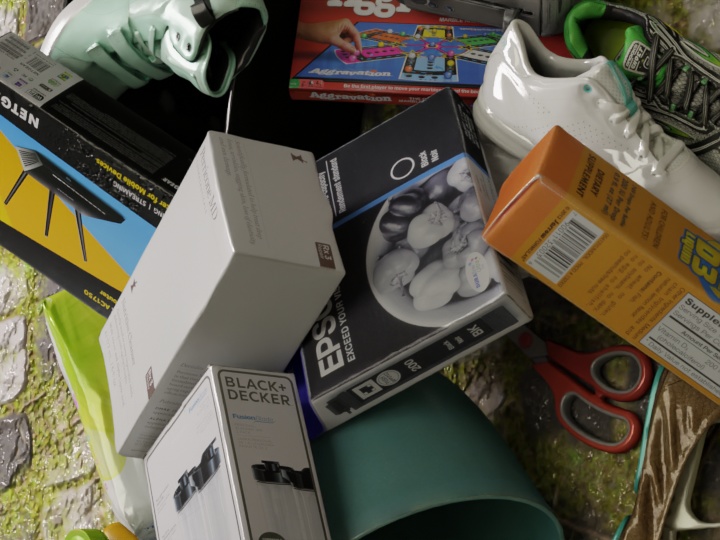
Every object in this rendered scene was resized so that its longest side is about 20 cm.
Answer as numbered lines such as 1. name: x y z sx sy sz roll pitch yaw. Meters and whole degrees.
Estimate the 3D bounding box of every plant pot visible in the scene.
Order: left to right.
1. plant pot: -0.105 -0.125 1.393 0.199 0.177 0.200 2 82 40
2. plant pot: 0.011 0.150 1.221 0.201 0.200 0.161 -45 48 23

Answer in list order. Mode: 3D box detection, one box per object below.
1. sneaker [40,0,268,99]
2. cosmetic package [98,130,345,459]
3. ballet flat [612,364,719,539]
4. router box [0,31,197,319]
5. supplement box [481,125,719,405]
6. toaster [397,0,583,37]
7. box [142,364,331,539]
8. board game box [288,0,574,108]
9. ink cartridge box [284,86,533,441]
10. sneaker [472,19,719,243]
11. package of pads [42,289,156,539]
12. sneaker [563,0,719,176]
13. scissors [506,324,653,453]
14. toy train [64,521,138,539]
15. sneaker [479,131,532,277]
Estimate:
1. sneaker: -0.146 -0.147 1.263 0.200 0.074 0.118 -42 50 22
2. cosmetic package: -0.093 0.022 1.178 0.200 0.081 0.113 -60 33 36
3. ballet flat: 0.197 0.157 1.152 0.072 0.068 0.200 17 87 22
4. router box: -0.191 -0.053 1.281 0.200 0.051 0.149 33 136 17
5. supplement box: 0.175 0.002 1.112 0.069 0.200 0.067 -48 10 37
6. toaster: 0.109 -0.254 1.253 0.129 0.114 0.200 21 70 11
7. box: -0.070 0.171 1.107 0.117 0.060 0.200 -53 41 42
8. board game box: 0.055 -0.163 1.287 0.200 0.019 0.103 3 65 7
9. ink cartridge box: 0.000 0.000 1.184 0.200 0.043 0.198 -31 43 18
10. sneaker: 0.160 -0.089 1.161 0.200 0.075 0.089 32 133 21
11. package of pads: -0.136 0.085 1.361 0.154 0.068 0.200 -24 69 -4
12. sneaker: 0.205 -0.113 1.186 0.200 0.085 0.078 36 103 39
13. scissors: 0.119 0.060 1.264 0.200 0.014 0.073 26 98 40
14. toy train: -0.179 0.207 1.406 0.200 0.116 0.085 37 118 39
15. sneaker: 0.105 -0.039 1.259 0.200 0.075 0.089 36 115 39
